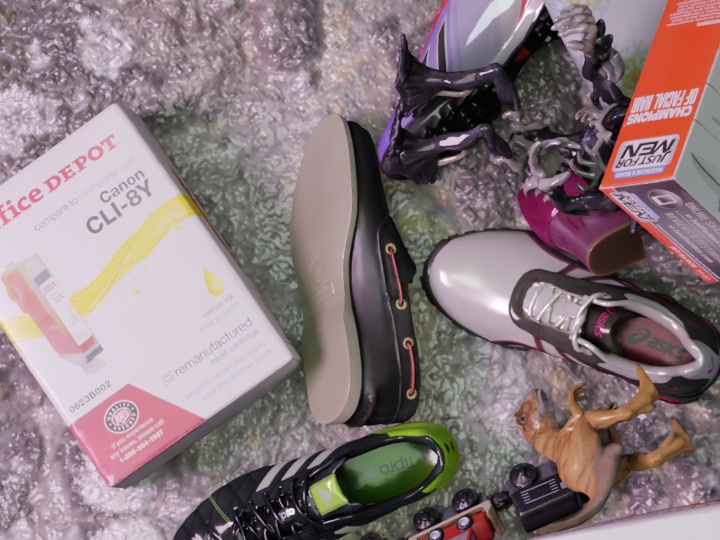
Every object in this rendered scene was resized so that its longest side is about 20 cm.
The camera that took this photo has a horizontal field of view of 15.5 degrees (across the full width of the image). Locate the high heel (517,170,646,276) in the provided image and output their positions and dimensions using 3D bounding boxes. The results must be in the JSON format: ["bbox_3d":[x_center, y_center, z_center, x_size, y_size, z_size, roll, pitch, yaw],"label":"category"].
[{"bbox_3d":[0.200,-0.064,1.667,0.199,0.096,0.068,-19,126,-21],"label":"high heel"}]

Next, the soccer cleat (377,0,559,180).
[{"bbox_3d":[0.070,-0.145,1.684,0.073,0.068,0.200,40,90,24],"label":"soccer cleat"}]

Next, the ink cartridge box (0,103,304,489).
[{"bbox_3d":[-0.151,0.017,1.673,0.145,0.083,0.200,-35,83,1],"label":"ink cartridge box"}]

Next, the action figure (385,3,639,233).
[{"bbox_3d":[0.117,-0.089,1.588,0.199,0.102,0.119,5,63,4],"label":"action figure"}]

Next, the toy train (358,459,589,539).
[{"bbox_3d":[0.058,0.169,1.661,0.199,0.034,0.046,-25,47,2],"label":"toy train"}]

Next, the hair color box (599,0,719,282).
[{"bbox_3d":[0.225,-0.107,1.568,0.111,0.064,0.201,38,62,-33],"label":"hair color box"}]

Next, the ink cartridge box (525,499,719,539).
[{"bbox_3d":[0.178,0.217,1.571,0.147,0.200,0.145,-12,84,3],"label":"ink cartridge box"}]

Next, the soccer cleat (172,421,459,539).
[{"bbox_3d":[-0.033,0.145,1.654,0.199,0.081,0.068,-25,84,2],"label":"soccer cleat"}]

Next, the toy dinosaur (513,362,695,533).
[{"bbox_3d":[0.144,0.115,1.577,0.106,0.200,0.061,-33,105,2],"label":"toy dinosaur"}]

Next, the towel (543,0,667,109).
[{"bbox_3d":[0.202,-0.210,1.641,0.200,0.048,0.172,-32,114,-5],"label":"towel"}]

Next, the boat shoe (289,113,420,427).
[{"bbox_3d":[-0.001,0.001,1.676,0.063,0.074,0.202,4,73,-31],"label":"boat shoe"}]

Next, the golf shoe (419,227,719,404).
[{"bbox_3d":[0.133,0.022,1.649,0.199,0.088,0.077,19,89,7],"label":"golf shoe"}]
